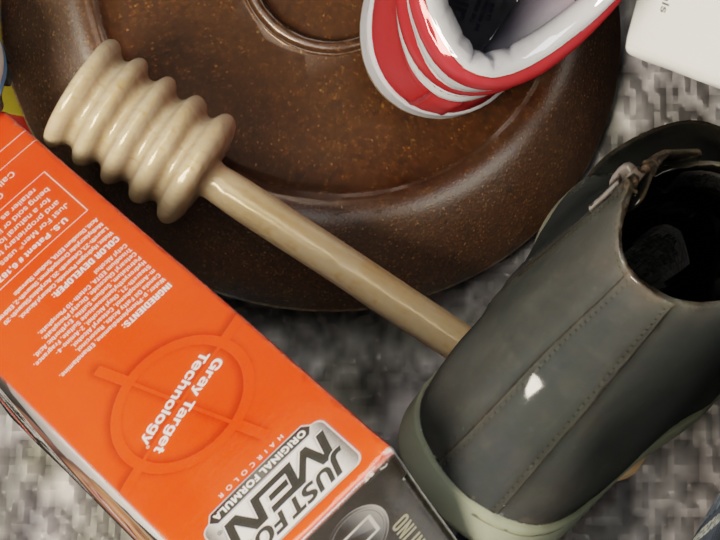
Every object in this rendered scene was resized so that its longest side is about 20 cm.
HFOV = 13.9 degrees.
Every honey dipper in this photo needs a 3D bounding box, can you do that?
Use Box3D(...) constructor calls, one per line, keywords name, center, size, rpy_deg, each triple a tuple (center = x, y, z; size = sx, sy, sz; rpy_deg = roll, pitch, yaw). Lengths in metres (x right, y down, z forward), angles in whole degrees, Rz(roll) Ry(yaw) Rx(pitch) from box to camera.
Box3D(name="honey dipper", center=(0.000, 0.000, 0.861), size=(0.200, 0.038, 0.038), rpy_deg=(32, 77, 2))

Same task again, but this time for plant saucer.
Box3D(name="plant saucer", center=(-0.013, -0.087, 0.923), size=(0.199, 0.034, 0.201), rpy_deg=(2, 72, -7))

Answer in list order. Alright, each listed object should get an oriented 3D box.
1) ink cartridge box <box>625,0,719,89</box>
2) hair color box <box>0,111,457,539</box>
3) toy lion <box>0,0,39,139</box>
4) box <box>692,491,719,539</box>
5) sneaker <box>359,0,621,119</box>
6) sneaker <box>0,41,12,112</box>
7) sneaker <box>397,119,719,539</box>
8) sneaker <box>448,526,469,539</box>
Box3D(name="ink cartridge box", center=(0.198, -0.069, 0.809), size=(0.200, 0.145, 0.084), rpy_deg=(27, 110, 40))
Box3D(name="hair color box", center=(-0.051, 0.045, 0.833), size=(0.061, 0.102, 0.200), rpy_deg=(-43, 47, -9))
Box3D(name="toy lion", center=(-0.126, -0.066, 0.945), size=(0.191, 0.069, 0.201), rpy_deg=(7, 72, 1))
Box3D(name="box", center=(0.124, 0.066, 0.789), size=(0.051, 0.200, 0.158), rpy_deg=(32, 77, 6))
Box3D(name="sneaker", center=(0.053, -0.141, 0.843), size=(0.071, 0.112, 0.201), rpy_deg=(14, 90, -9))
Box3D(name="sneaker", center=(-0.188, -0.103, 0.878), size=(0.200, 0.073, 0.072), rpy_deg=(38, 79, 17))
Box3D(name="sneaker", center=(0.094, -0.004, 0.825), size=(0.075, 0.106, 0.200), rpy_deg=(41, 38, 0))
Box3D(name="sneaker", center=(-0.016, 0.122, 0.855), size=(0.082, 0.070, 0.200), rpy_deg=(34, 76, 13))
